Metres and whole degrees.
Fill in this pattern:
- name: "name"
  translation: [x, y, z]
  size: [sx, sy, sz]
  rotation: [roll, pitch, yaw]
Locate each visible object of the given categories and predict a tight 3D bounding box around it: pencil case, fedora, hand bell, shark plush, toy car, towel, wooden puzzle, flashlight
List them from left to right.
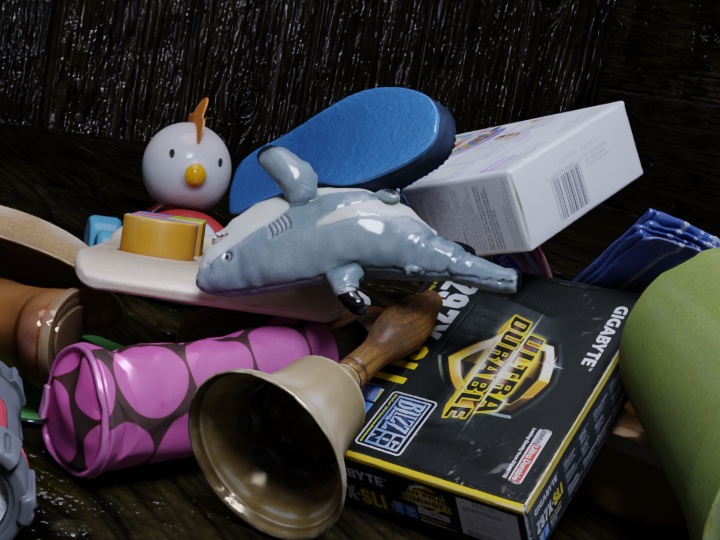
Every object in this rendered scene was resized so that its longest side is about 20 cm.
- name: "flashlight"
  translation: [-0.210, 0.088, 0.637]
  size: [0.067, 0.069, 0.200]
  rotation: [4, 12, -19]
- name: "toy car"
  translation: [-0.180, -0.077, 1.229]
  size: [0.181, 0.203, 0.177]
  rotation: [7, 10, -19]
- name: "pencil case"
  translation: [-0.108, 0.076, 0.758]
  size: [0.093, 0.092, 0.198]
  rotation: [21, 16, 39]
- name: "wooden puzzle"
  translation: [-0.102, -0.013, 0.870]
  size: [0.182, 0.047, 0.200]
  rotation: [9, 8, -5]
- name: "hand bell"
  translation: [-0.002, 0.059, 0.712]
  size: [0.103, 0.106, 0.200]
  rotation: [15, 32, 27]
- name: "shark plush"
  translation: [0.000, 0.000, 0.746]
  size: [0.197, 0.092, 0.084]
  rotation: [17, 51, 9]
- name: "fedora"
  translation: [0.197, 0.123, 0.833]
  size: [0.197, 0.083, 0.201]
  rotation: [14, 12, -3]
- name: "towel"
  translation: [0.240, 0.038, 0.795]
  size: [0.198, 0.024, 0.145]
  rotation: [27, -29, -5]

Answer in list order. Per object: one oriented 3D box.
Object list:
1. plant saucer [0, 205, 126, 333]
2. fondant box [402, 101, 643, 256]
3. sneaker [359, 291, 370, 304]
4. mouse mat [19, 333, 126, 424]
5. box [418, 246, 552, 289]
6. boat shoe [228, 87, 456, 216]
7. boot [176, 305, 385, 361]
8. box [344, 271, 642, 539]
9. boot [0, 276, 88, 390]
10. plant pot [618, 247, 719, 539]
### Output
- name: "plant saucer"
  translation: [-0.271, -0.006, 0.913]
  size: [0.197, 0.036, 0.201]
  rotation: [11, -23, 5]
- name: "fondant box"
  translation: [0.083, -0.060, 0.869]
  size: [0.144, 0.059, 0.198]
  rotation: [-31, 17, -38]
- name: "sneaker"
  translation: [-0.060, 0.031, 1.122]
  size: [0.092, 0.072, 0.199]
  rotation: [8, 5, 27]
- name: "mouse mat"
  translation: [-0.218, 0.076, 0.879]
  size: [0.159, 0.008, 0.199]
  rotation: [17, 12, 34]
- name: "box"
  translation: [0.115, 0.035, 0.967]
  size: [0.093, 0.104, 0.200]
  rotation: [-19, -15, 10]
- name: "boat shoe"
  translation: [-0.006, -0.072, 0.815]
  size: [0.068, 0.085, 0.198]
  rotation: [29, -25, -38]
- name: "boot"
  translation: [-0.057, 0.053, 0.964]
  size: [0.197, 0.078, 0.155]
  rotation: [-5, 5, -16]
- name: "box"
  translation: [0.079, 0.077, 0.758]
  size: [0.158, 0.050, 0.200]
  rotation: [10, 41, 34]
- name: "boot"
  translation: [-0.267, 0.028, 0.815]
  size: [0.153, 0.078, 0.200]
  rotation: [14, 3, -12]
- name: "plant pot"
  translation: [0.231, 0.081, 0.648]
  size: [0.197, 0.203, 0.190]
  rotation: [7, 22, -17]
